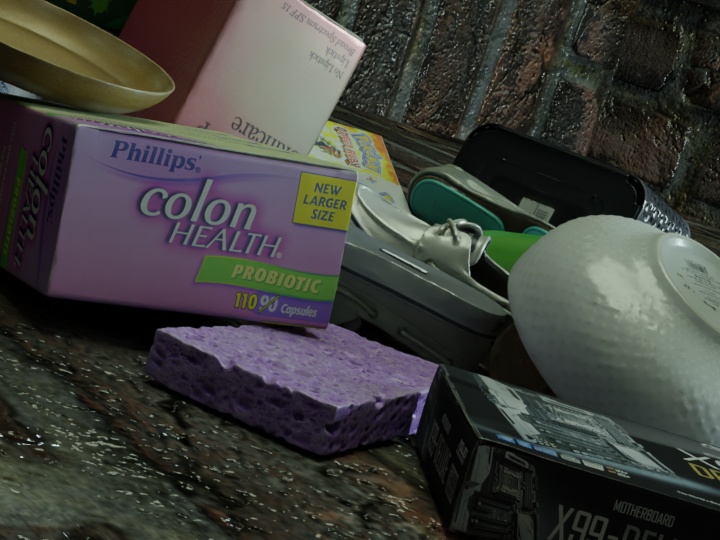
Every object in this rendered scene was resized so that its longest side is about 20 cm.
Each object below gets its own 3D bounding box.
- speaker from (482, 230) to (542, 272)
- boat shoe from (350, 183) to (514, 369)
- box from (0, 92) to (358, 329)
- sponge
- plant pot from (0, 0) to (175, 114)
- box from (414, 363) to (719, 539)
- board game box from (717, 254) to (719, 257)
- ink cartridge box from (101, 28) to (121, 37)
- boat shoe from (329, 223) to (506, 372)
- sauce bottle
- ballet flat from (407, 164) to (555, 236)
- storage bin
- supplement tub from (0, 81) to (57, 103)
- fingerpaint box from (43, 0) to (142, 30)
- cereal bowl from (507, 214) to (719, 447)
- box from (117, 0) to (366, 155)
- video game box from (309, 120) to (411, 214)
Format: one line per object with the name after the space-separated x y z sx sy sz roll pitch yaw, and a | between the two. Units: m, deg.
0.149 0.018 1.268 0.088 0.089 0.200 10 -1 -44 | speaker
0.064 -0.003 1.177 0.200 0.066 0.072 42 25 6 | boat shoe
-0.130 -0.039 1.019 0.176 0.097 0.200 8 6 -30 | box
-0.020 0.060 0.940 0.111 0.030 0.200 21 9 23 | sponge
-0.211 -0.144 1.049 0.200 0.028 0.200 25 12 -6 | plant pot
0.134 0.113 0.861 0.200 0.050 0.158 17 8 -6 | box
0.332 0.085 1.119 0.200 0.200 0.062 -4 17 46 | board game box
-0.230 -0.131 1.317 0.084 0.145 0.200 6 14 -39 | ink cartridge box
-0.006 0.012 1.130 0.200 0.070 0.071 27 12 1 | boat shoe
0.172 0.074 1.141 0.200 0.066 0.066 9 13 -44 | sauce bottle
0.129 -0.026 1.381 0.200 0.067 0.064 36 28 17 | ballet flat
0.163 -0.029 1.467 0.200 0.135 0.094 26 -4 42 | storage bin
-0.294 -0.111 1.109 0.132 0.132 0.200 23 10 29 | supplement tub
-0.211 -0.234 1.276 0.167 0.073 0.200 2 17 -41 | fingerpaint box
0.194 0.038 1.065 0.200 0.083 0.200 29 33 -21 | cereal bowl
-0.110 -0.112 1.204 0.128 0.200 0.109 27 0 -45 | box
-0.050 -0.063 1.374 0.182 0.047 0.200 15 31 -24 | video game box
